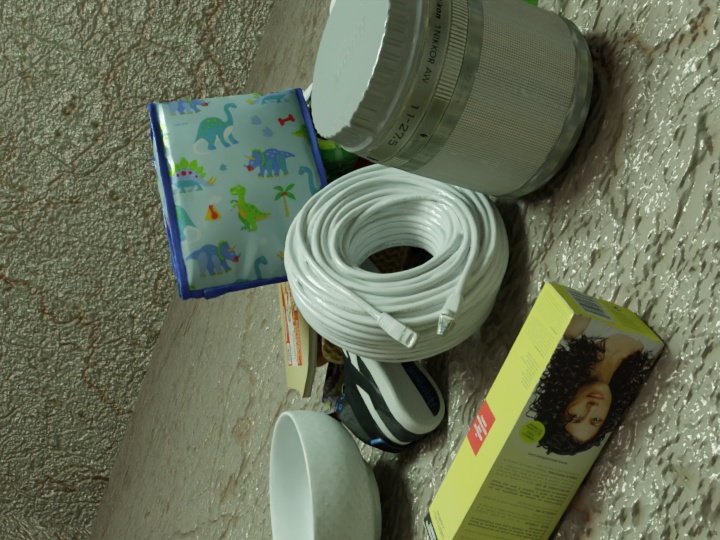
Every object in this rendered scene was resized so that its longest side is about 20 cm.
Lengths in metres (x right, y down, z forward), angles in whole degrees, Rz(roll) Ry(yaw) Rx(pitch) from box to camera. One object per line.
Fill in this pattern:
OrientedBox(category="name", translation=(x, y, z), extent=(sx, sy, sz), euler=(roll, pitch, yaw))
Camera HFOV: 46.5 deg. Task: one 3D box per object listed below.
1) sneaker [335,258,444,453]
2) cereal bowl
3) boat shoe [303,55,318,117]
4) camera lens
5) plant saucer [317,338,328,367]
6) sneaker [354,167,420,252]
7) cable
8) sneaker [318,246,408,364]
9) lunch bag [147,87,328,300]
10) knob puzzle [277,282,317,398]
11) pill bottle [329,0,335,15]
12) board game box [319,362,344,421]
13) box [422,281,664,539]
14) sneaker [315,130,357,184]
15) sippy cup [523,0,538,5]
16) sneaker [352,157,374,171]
OrientedBox(category="sneaker", translation=(-0.004, 0.085, 0.820), extent=(0.112, 0.073, 0.201), euler=(-49, 60, 46))
OrientedBox(category="cereal bowl", translation=(-0.032, 0.237, 0.824), extent=(0.200, 0.082, 0.202), euler=(179, 90, -74))
OrientedBox(category="boat shoe", translation=(-0.028, -0.201, 0.969), extent=(0.200, 0.068, 0.057), euler=(141, 135, -69))
OrientedBox(category="camera lens", translation=(0.077, -0.155, 0.694), extent=(0.160, 0.198, 0.161), euler=(-41, 42, 54))
OrientedBox(category="plant saucer", translation=(-0.028, 0.024, 1.063), extent=(0.201, 0.037, 0.201), euler=(-56, 16, 25))
OrientedBox(category="sneaker", translation=(0.031, -0.069, 0.976), extent=(0.200, 0.075, 0.092), euler=(-154, 78, -73))
OrientedBox(category="cable", translation=(0.033, -0.013, 0.747), extent=(0.200, 0.199, 0.070), euler=(-47, -35, -31))
OrientedBox(category="sneaker", translation=(0.000, 0.000, 0.901), extent=(0.090, 0.074, 0.202), euler=(-131, 58, -65))
OrientedBox(category="lunch bag", translation=(-0.121, -0.073, 0.870), extent=(0.128, 0.168, 0.201), euler=(105, 150, -61))
OrientedBox(category="knob puzzle", translation=(-0.063, 0.045, 0.961), extent=(0.220, 0.030, 0.222), euler=(176, 90, -76))
OrientedBox(category="pill bottle", translation=(0.045, -0.340, 1.047), extent=(0.199, 0.112, 0.114), euler=(4, 77, 57))
OrientedBox(category="board game box", translation=(0.006, 0.102, 0.965), extent=(0.200, 0.032, 0.121), euler=(-37, 35, 61))
OrientedBox(category="box", translation=(0.116, 0.112, 0.560), extent=(0.050, 0.075, 0.201), euler=(-113, 42, -63))
OrientedBox(category="sneaker", translation=(-0.033, -0.117, 0.989), extent=(0.200, 0.073, 0.084), euler=(145, 119, -81))
OrientedBox(category="sippy cup", translation=(0.097, -0.221, 0.843), extent=(0.131, 0.176, 0.141), euler=(-89, -12, -67))
OrientedBox(category="sneaker", translation=(0.007, -0.170, 1.017), extent=(0.116, 0.078, 0.201), euler=(-82, 6, -51))
